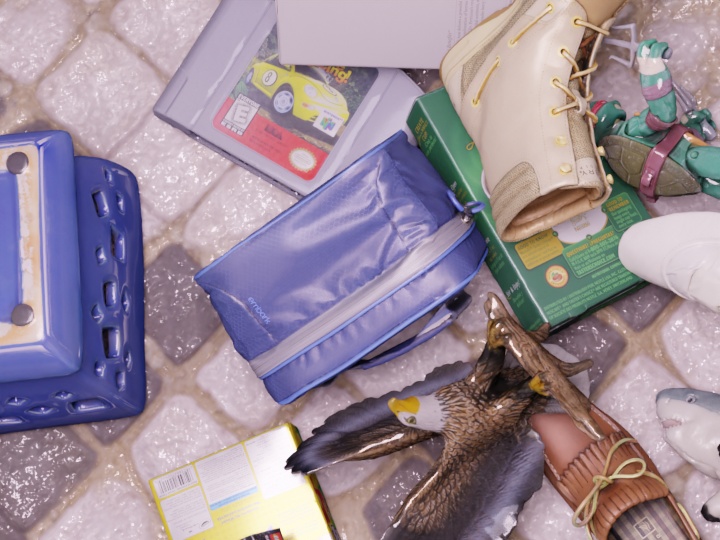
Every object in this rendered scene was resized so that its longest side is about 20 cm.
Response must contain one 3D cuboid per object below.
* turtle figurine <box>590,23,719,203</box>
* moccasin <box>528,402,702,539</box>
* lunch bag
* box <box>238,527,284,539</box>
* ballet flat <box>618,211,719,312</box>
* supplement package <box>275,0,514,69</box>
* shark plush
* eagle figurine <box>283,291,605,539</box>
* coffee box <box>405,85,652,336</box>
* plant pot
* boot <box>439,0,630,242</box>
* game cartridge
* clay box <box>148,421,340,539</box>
[{"bbox_3d":[0.231,-0.095,1.012,0.199,0.150,0.101,32,97,22],"label":"turtle figurine"},{"bbox_3d":[0.185,0.168,0.990,0.073,0.078,0.202,-32,75,2],"label":"moccasin"},{"bbox_3d":[0.000,0.000,0.998,0.200,0.136,0.133,-33,94,16],"label":"lunch bag"},{"bbox_3d":[-0.119,0.278,0.977,0.199,0.038,0.137,-27,75,26],"label":"box"},{"bbox_3d":[0.276,0.004,0.965,0.199,0.069,0.070,8,79,11],"label":"ballet flat"},{"bbox_3d":[0.039,-0.233,1.045,0.199,0.122,0.120,3,48,2],"label":"supplement package"},{"bbox_3d":[0.316,0.109,1.000,0.199,0.091,0.084,-12,47,8],"label":"shark plush"},{"bbox_3d":[0.059,0.115,0.963,0.151,0.152,0.200,32,114,-13],"label":"eagle figurine"},{"bbox_3d":[0.133,-0.060,1.049,0.123,0.044,0.201,-26,77,-18],"label":"coffee box"},{"bbox_3d":[-0.272,0.009,1.021,0.199,0.180,0.201,-6,77,4],"label":"plant pot"},{"bbox_3d":[0.144,-0.126,0.943,0.200,0.073,0.156,-37,55,36],"label":"boot"},{"bbox_3d":[-0.048,-0.132,1.103,0.199,0.041,0.134,29,78,11],"label":"game cartridge"},{"bbox_3d":[-0.065,0.225,1.020,0.114,0.048,0.201,-22,78,2],"label":"clay box"}]
